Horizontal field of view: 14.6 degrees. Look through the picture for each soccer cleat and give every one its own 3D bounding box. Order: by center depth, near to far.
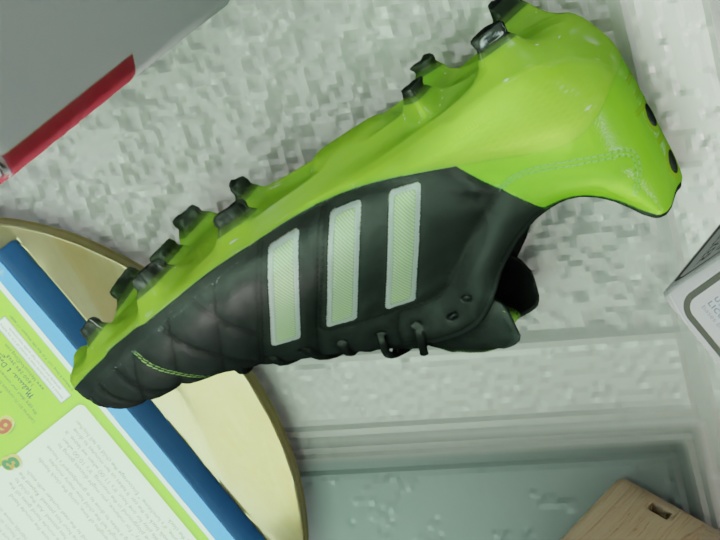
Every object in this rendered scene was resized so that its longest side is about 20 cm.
[{"bbox_3d":[0.000,0.000,0.807,0.200,0.068,0.081,-32,103,27],"label":"soccer cleat"}]

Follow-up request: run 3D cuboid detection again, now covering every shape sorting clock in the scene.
[{"bbox_3d":[-0.112,0.078,0.912,0.199,0.039,0.201,4,108,12],"label":"shape sorting clock"}]

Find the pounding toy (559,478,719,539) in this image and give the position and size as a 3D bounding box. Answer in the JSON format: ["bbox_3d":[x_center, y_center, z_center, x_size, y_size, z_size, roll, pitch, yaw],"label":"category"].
[{"bbox_3d":[0.033,0.180,0.792,0.142,0.184,0.201,29,111,12],"label":"pounding toy"}]

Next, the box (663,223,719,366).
[{"bbox_3d":[0.178,-0.043,0.680,0.200,0.117,0.060,-39,92,32],"label":"box"}]

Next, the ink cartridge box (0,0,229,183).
[{"bbox_3d":[-0.158,-0.047,0.805,0.199,0.146,0.083,-26,102,31],"label":"ink cartridge box"}]
